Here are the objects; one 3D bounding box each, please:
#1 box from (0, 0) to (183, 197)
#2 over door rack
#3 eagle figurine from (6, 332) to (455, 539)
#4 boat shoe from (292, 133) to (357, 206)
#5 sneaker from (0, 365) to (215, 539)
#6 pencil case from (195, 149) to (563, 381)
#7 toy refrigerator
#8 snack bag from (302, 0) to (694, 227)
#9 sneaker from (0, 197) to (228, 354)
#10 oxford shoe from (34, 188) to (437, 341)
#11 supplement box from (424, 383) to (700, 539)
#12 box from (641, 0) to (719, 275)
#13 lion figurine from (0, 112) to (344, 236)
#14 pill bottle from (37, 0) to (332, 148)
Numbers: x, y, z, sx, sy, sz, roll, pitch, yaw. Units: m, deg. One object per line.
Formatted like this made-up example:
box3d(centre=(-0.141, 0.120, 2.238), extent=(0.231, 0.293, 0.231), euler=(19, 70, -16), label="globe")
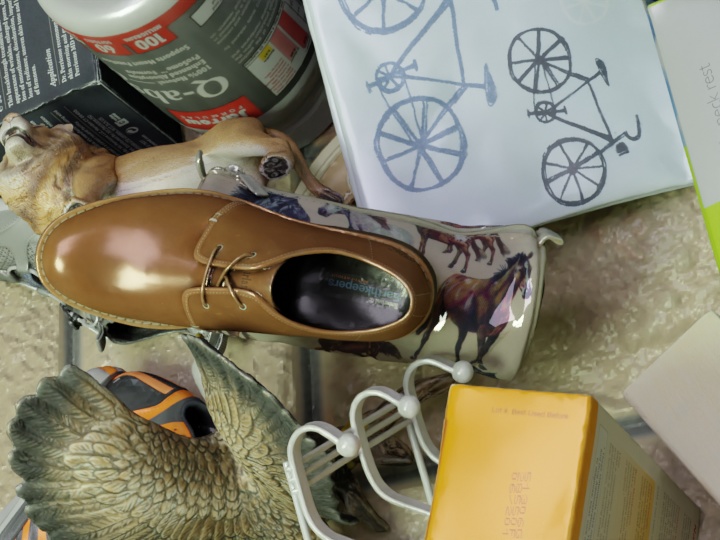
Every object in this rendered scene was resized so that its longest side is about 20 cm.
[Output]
box3d(centre=(-0.222, -0.144, 1.550), extent=(0.182, 0.104, 0.200), euler=(-21, 61, 18), label="box")
box3d(centre=(0.028, 0.154, 1.225), extent=(0.067, 0.148, 0.200), euler=(0, 101, 26), label="over door rack")
box3d(centre=(-0.065, 0.096, 1.303), extent=(0.151, 0.200, 0.152), euler=(31, 104, 26), label="eagle figurine")
box3d(centre=(0.029, -0.055, 1.399), extent=(0.066, 0.074, 0.200), euler=(37, 90, 39), label="boat shoe")
box3d(centre=(-0.139, 0.152, 1.401), extent=(0.112, 0.078, 0.200), euler=(14, 77, 33), label="sneaker")
box3d(centre=(0.000, 0.000, 1.304), extent=(0.200, 0.078, 0.090), euler=(10, 113, 2), label="pencil case")
box3d(centre=(0.222, 0.114, 1.226), extent=(0.070, 0.076, 0.200), euler=(-44, 56, 5), label="toy refrigerator")
box3d(centre=(0.079, -0.113, 1.366), extent=(0.200, 0.021, 0.189), euler=(-15, 80, 0), label="snack bag")
box3d(centre=(-0.155, 0.005, 1.470), extent=(0.200, 0.075, 0.082), euler=(5, 71, 29), label="sneaker")
box3d(centre=(-0.063, -0.001, 1.234), extent=(0.200, 0.071, 0.071), euler=(4, 95, 4), label="oxford shoe")
box3d(centre=(0.096, 0.144, 1.205), extent=(0.073, 0.200, 0.126), euler=(3, 70, 24), label="supplement box")
box3d(centre=(0.200, -0.053, 1.278), extent=(0.048, 0.122, 0.200), euler=(-22, 61, 21), label="box")
box3d(centre=(-0.108, -0.050, 1.401), extent=(0.200, 0.073, 0.123), euler=(-5, 26, 2), label="lion figurine")
box3d(centre=(-0.089, -0.145, 1.421), extent=(0.116, 0.200, 0.116), euler=(-11, 64, 24), label="pill bottle")
